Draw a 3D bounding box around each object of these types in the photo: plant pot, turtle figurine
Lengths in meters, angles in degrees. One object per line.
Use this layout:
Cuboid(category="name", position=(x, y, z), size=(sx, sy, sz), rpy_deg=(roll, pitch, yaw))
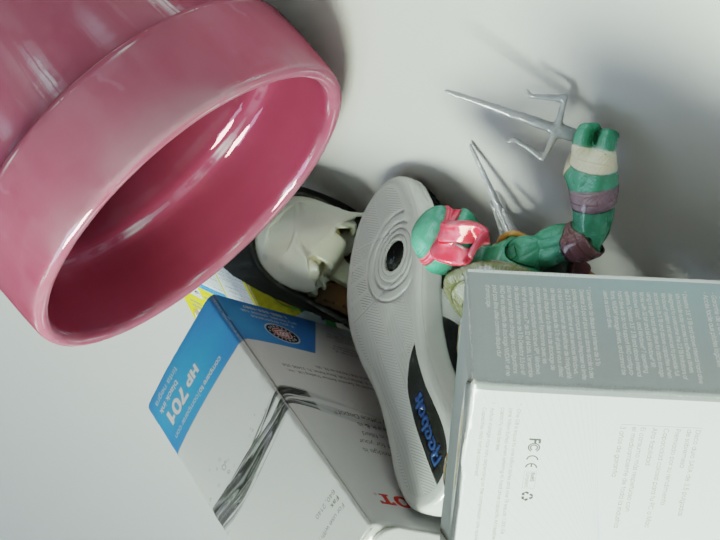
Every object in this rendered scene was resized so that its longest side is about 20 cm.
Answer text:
Cuboid(category="plant pot", position=(-0.138, -0.092, 0.956), size=(0.179, 0.200, 0.200), rpy_deg=(48, 159, 16))
Cuboid(category="turtle figurine", position=(0.095, 0.004, 0.898), size=(0.199, 0.101, 0.150), rpy_deg=(34, 159, -8))

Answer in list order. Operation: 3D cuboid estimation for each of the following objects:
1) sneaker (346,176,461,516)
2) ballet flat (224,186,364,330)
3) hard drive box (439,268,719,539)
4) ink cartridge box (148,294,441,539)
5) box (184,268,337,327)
Cuboid(category="sneaker", position=(0.062, 0.048, 0.978), size=(0.111, 0.201, 0.073), rpy_deg=(16, 137, -31))
Cuboid(category="ballet flat", position=(0.000, 0.000, 1.051), size=(0.199, 0.068, 0.068), rpy_deg=(28, 166, 0))
Cuboid(category="hard drive box", position=(0.137, 0.086, 0.803), size=(0.199, 0.077, 0.157), rpy_deg=(4, 127, -1))
Cuboid(category="ink cartridge box", position=(-0.004, 0.112, 1.008), size=(0.146, 0.086, 0.200), rpy_deg=(17, -156, -39))
Cuboid(category="box", position=(-0.051, 0.051, 1.176), size=(0.117, 0.048, 0.201), rpy_deg=(22, 141, 53))
